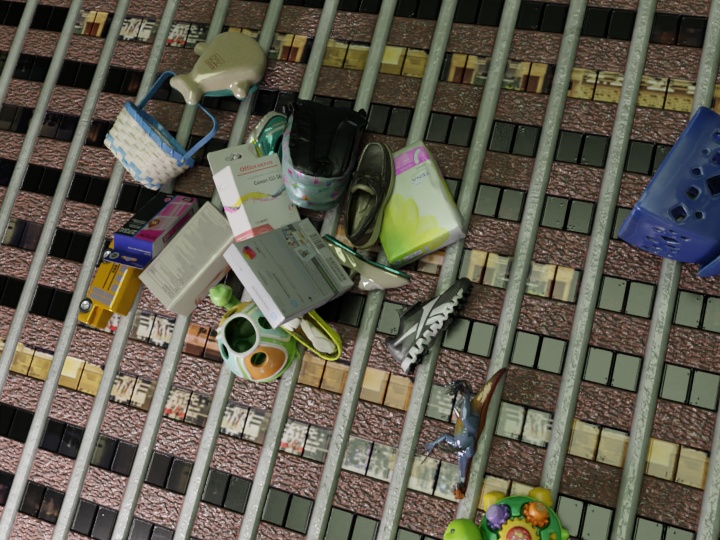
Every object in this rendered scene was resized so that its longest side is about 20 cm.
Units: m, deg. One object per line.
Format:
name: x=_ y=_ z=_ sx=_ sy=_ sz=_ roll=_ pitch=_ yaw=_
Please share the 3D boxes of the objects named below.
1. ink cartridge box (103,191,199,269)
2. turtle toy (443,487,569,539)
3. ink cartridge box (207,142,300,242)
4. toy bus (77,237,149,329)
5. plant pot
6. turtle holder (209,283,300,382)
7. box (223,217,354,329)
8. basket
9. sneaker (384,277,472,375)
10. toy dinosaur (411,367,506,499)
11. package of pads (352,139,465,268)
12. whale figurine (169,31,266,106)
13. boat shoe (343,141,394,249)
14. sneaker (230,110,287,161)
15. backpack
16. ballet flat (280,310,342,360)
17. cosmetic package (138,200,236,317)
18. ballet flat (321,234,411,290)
ink cartridge box: x=-0.406 y=-0.082 z=1.517 sx=0.094 sy=0.037 sz=0.201 roll=12 pitch=44 yaw=20
turtle toy: x=0.232 y=0.427 z=1.243 sx=0.198 sy=0.101 sz=0.147 roll=-8 pitch=74 yaw=13
ink cartridge box: x=-0.196 y=-0.143 z=1.456 sx=0.067 sy=0.116 sz=0.202 roll=-18 pitch=94 yaw=50
toy bus: x=-0.485 y=0.021 z=1.558 sx=0.078 sy=0.065 sz=0.202 roll=19 pitch=82 yaw=17
plant pot: x=0.550 y=-0.108 z=1.245 sx=0.179 sy=0.200 sz=0.201 roll=34 pitch=86 yaw=14
turtle holder: x=-0.197 y=0.108 z=1.422 sx=0.139 sy=0.132 sz=0.188 roll=-12 pitch=74 yaw=13
box: x=-0.120 y=0.000 z=1.360 sx=0.041 sy=0.199 sz=0.156 roll=-43 pitch=80 yaw=36
basket: x=-0.401 y=-0.280 z=1.568 sx=0.200 sy=0.139 sz=0.177 roll=-44 pitch=71 yaw=10
sneaker: x=0.114 y=0.081 z=1.379 sx=0.090 sy=0.066 sz=0.201 roll=38 pitch=91 yaw=18
toy dinosaur: x=0.183 y=0.282 z=1.305 sx=0.198 sy=0.105 sz=0.183 roll=-16 pitch=93 yaw=-2
package of pads: x=0.093 y=-0.123 z=1.436 sx=0.153 sy=0.068 sz=0.202 roll=-25 pitch=72 yaw=9
whale figurine: x=-0.281 y=-0.389 z=1.564 sx=0.200 sy=0.104 sz=0.159 roll=-39 pitch=74 yaw=-22
boat shoe: x=0.014 y=-0.140 z=1.392 sx=0.072 sy=0.065 sz=0.202 roll=3 pitch=78 yaw=21
sneaker: x=-0.198 y=-0.220 z=1.537 sx=0.079 sy=0.078 sz=0.201 roll=32 pitch=86 yaw=11
backpack: x=-0.073 y=-0.213 z=1.448 sx=0.165 sy=0.127 sz=0.201 roll=5 pitch=51 yaw=-2
ballet flat: x=-0.103 y=0.093 z=1.376 sx=0.067 sy=0.200 sz=0.067 roll=-44 pitch=26 yaw=8
cosmetic package: x=-0.316 y=-0.020 z=1.510 sx=0.200 sy=0.087 sz=0.103 roll=-46 pitch=71 yaw=-1
ballet flat: x=0.000 y=0.000 z=1.435 sx=0.199 sy=0.069 sz=0.070 roll=27 pitch=85 yaw=25
